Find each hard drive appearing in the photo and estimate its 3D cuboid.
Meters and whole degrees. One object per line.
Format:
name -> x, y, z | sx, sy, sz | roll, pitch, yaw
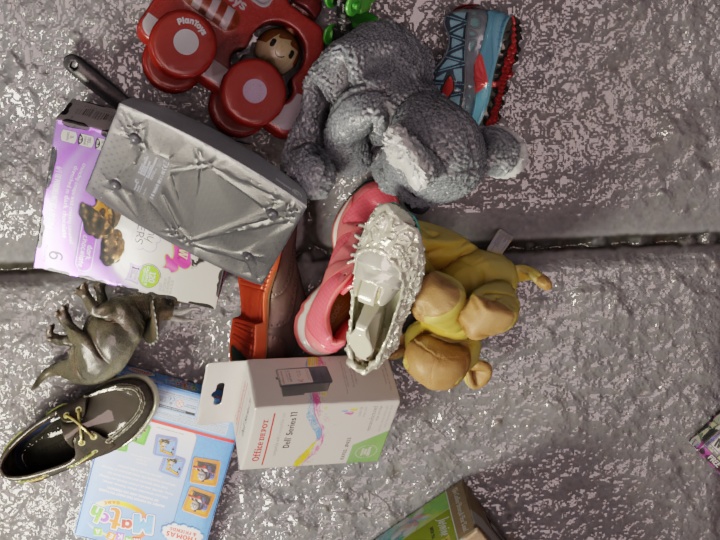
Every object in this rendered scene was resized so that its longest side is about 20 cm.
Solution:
hard drive -> -0.157, -0.079, 1.211 | 0.199, 0.043, 0.135 | 28, 132, -6

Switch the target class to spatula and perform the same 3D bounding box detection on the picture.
spatula -> -0.232, -0.158, 1.317 | 0.200, 0.021, 0.057 | 40, 105, -10

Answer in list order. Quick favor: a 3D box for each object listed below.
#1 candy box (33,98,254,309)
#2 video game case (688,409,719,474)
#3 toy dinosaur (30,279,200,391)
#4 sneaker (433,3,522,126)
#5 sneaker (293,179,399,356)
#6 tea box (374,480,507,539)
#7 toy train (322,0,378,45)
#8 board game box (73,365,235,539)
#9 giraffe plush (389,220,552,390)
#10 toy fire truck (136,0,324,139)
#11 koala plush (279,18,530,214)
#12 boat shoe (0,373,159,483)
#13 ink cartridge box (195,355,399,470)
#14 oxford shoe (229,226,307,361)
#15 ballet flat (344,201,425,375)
candy box -> -0.225, -0.068, 1.301 | 0.198, 0.072, 0.169 | 13, 113, -5
video game case -> 0.509, 0.203, 1.435 | 0.200, 0.036, 0.181 | 44, 97, -12
toy dinosaur -> -0.279, 0.074, 1.339 | 0.200, 0.077, 0.102 | -43, 85, -1
sneaker -> 0.101, -0.181, 1.313 | 0.095, 0.079, 0.202 | 24, 110, 20
sneaker -> 0.000, 0.000, 1.316 | 0.073, 0.087, 0.202 | 24, 84, -18
tea box -> 0.101, 0.388, 1.411 | 0.196, 0.134, 0.201 | -36, 103, 6
toy train -> -0.009, -0.231, 1.268 | 0.042, 0.056, 0.202 | 29, 134, 32
board game box -> -0.225, 0.220, 1.403 | 0.150, 0.037, 0.202 | 16, 101, -6
giraffe plush -> 0.091, 0.054, 1.327 | 0.172, 0.199, 0.163 | 35, 120, 24
toy fire truck -> -0.121, -0.238, 1.267 | 0.199, 0.112, 0.169 | 33, 82, -11
koala plush -> 0.047, -0.130, 1.193 | 0.176, 0.200, 0.186 | -3, 116, -35
boat shoe -> -0.305, 0.176, 1.348 | 0.200, 0.060, 0.072 | -31, 84, 21
ink cartridge box -> -0.069, 0.152, 1.332 | 0.198, 0.068, 0.118 | -1, 138, -16
oxford shoe -> -0.091, 0.017, 1.356 | 0.072, 0.071, 0.202 | 5, 101, -35
ballet flat -> 0.018, 0.028, 1.200 | 0.071, 0.072, 0.201 | 3, 134, -4
